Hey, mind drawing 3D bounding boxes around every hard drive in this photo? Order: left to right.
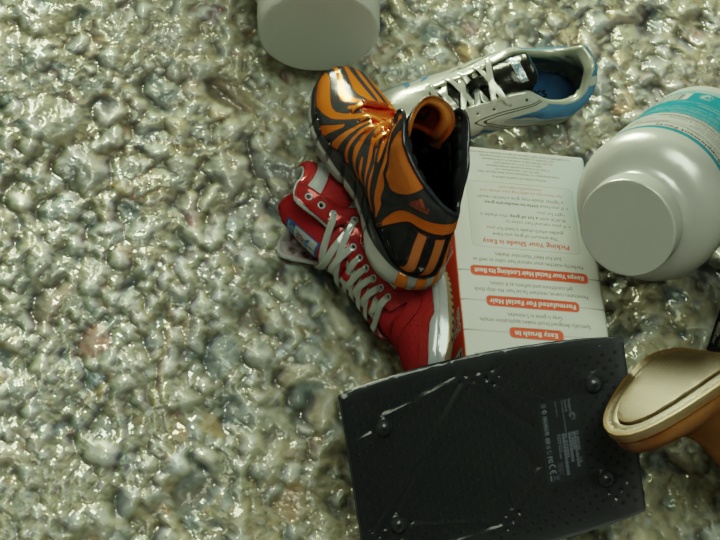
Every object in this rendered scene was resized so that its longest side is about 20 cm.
[{"bbox_3d":[0.086,0.120,1.191,0.198,0.042,0.136,-11,97,-13],"label":"hard drive"}]

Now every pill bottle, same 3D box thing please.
[{"bbox_3d":[-0.035,-0.265,1.408,0.115,0.117,0.201,5,57,-10],"label":"pill bottle"},{"bbox_3d":[0.225,-0.060,1.299,0.111,0.111,0.200,37,32,11],"label":"pill bottle"}]

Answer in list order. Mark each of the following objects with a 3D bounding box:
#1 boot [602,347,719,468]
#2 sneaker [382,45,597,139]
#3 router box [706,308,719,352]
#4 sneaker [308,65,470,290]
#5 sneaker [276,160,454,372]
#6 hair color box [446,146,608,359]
[{"bbox_3d":[0.256,0.119,1.212,0.199,0.156,0.074,-27,24,-28],"label":"boot"},{"bbox_3d":[0.092,-0.137,1.382,0.199,0.073,0.072,-16,64,-20],"label":"sneaker"},{"bbox_3d":[0.355,-0.004,1.295,0.149,0.062,0.201,17,98,-3],"label":"router box"},{"bbox_3d":[0.029,-0.094,1.240,0.077,0.112,0.201,-5,51,-27],"label":"sneaker"},{"bbox_3d":[0.000,0.000,1.271,0.112,0.071,0.201,2,50,-17],"label":"sneaker"},{"bbox_3d":[0.113,0.011,1.296,0.110,0.064,0.201,5,55,-12],"label":"hair color box"}]
